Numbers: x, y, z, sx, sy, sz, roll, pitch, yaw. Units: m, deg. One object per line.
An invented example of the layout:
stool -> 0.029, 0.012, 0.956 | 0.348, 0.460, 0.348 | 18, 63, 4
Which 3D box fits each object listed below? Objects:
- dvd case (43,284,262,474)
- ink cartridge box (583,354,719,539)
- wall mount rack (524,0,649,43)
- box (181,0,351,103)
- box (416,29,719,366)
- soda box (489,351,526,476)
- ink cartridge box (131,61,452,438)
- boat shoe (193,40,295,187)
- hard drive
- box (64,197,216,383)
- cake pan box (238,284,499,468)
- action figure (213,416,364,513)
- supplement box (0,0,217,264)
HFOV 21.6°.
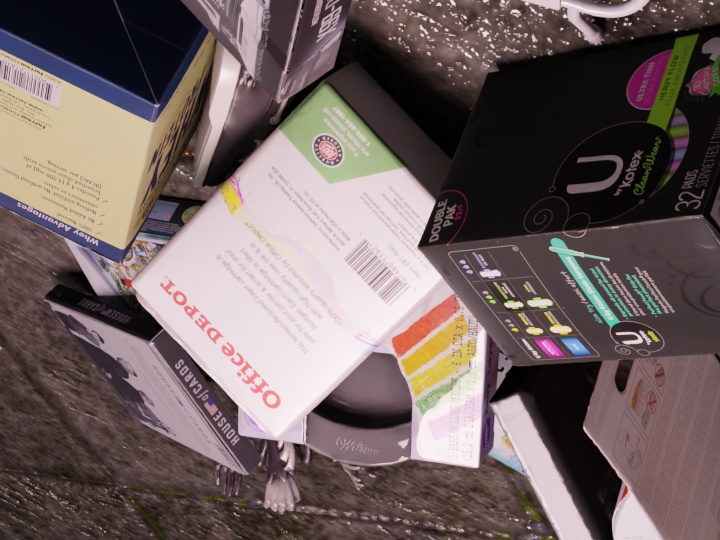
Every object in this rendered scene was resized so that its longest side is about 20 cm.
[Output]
dvd case -> -0.174, 0.088, 1.562 | 0.199, 0.025, 0.151 | 16, 145, 55
ink cartridge box -> 0.197, 0.107, 1.296 | 0.050, 0.163, 0.200 | -9, 134, 37
wall mount rack -> 0.076, -0.184, 1.056 | 0.198, 0.075, 0.175 | 19, 145, 14
box -> -0.082, -0.216, 1.065 | 0.200, 0.050, 0.158 | 48, 152, 16
box -> 0.161, -0.040, 1.123 | 0.199, 0.149, 0.124 | -6, 138, 41
soda box -> 0.073, 0.078, 1.438 | 0.199, 0.064, 0.068 | 31, 148, -6
ink cartridge box -> -0.029, -0.013, 1.242 | 0.145, 0.084, 0.200 | 46, 112, 0
boat shoe -> -0.076, -0.107, 1.274 | 0.060, 0.075, 0.200 | 9, 155, -8
hard drive -> 0.163, 0.152, 1.349 | 0.033, 0.140, 0.201 | -24, 98, 23
box -> -0.151, 0.017, 1.534 | 0.135, 0.038, 0.201 | 9, 144, 26
cake pan box -> 0.006, 0.033, 1.315 | 0.182, 0.052, 0.202 | 8, 106, 17
action figure -> -0.041, 0.144, 1.570 | 0.118, 0.103, 0.200 | -8, 170, -31
supplement box -> -0.206, -0.143, 1.250 | 0.198, 0.135, 0.200 | 26, 148, 0
